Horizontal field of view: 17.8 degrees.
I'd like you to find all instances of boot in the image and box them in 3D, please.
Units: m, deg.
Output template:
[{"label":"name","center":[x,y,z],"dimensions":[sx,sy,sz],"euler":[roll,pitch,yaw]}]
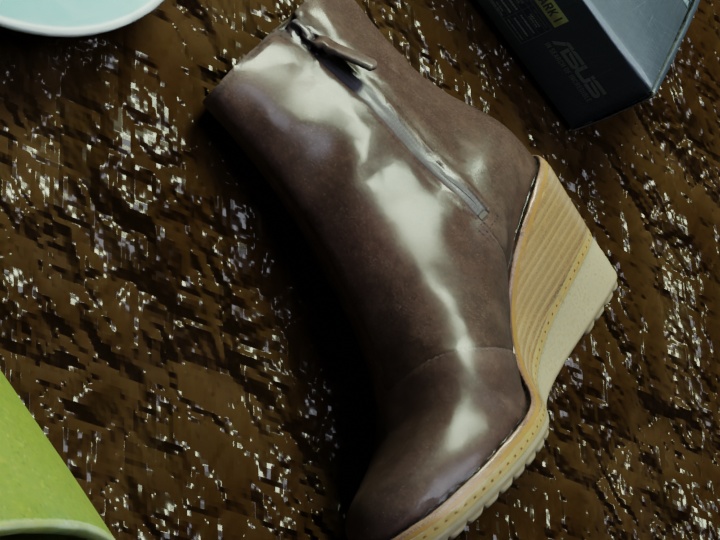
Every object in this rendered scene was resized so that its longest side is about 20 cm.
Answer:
[{"label":"boot","center":[0.000,0.000,0.824],"dimensions":[0.166,0.072,0.200],"euler":[44,43,-8]}]

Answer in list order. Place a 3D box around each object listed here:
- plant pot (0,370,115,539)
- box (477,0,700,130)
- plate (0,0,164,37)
[{"label":"plant pot","center":[-0.180,0.020,0.518],"dimensions":[0.187,0.187,0.201],"euler":[-7,61,-50]},{"label":"box","center":[0.077,-0.185,1.002],"dimensions":[0.200,0.051,0.158],"euler":[51,42,-19]},{"label":"plate","center":[-0.131,-0.168,0.772],"dimensions":[0.200,0.026,0.201],"euler":[25,54,-39]}]
